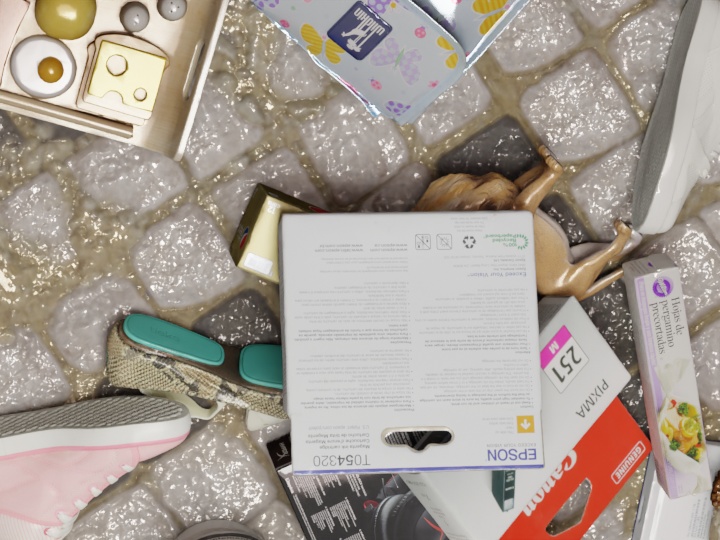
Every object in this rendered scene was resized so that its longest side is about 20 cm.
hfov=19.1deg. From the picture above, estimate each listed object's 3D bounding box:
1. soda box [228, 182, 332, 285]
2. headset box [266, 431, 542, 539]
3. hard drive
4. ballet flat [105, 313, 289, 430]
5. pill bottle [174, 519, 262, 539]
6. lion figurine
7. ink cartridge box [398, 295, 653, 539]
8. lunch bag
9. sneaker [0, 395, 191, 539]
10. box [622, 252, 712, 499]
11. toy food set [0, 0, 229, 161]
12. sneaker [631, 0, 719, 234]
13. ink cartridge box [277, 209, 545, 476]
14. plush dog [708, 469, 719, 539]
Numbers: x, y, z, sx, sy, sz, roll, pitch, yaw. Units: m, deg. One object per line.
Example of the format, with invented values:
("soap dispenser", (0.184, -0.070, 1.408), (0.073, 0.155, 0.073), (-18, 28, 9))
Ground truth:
("soda box", (0.000, 0.000, 1.701), (0.199, 0.068, 0.064), (23, 97, -13))
("headset box", (0.044, 0.173, 1.739), (0.199, 0.075, 0.149), (-25, 105, -3))
("hard drive", (0.333, 0.217, 1.821), (0.199, 0.025, 0.133), (9, 99, -11))
("ballet flat", (-0.107, 0.089, 1.711), (0.199, 0.068, 0.076), (12, 121, -6))
("pill bottle", (-0.102, 0.270, 1.670), (0.112, 0.200, 0.114), (-2, 101, -9))
("lion figurine", (0.142, -0.022, 1.720), (0.200, 0.073, 0.123), (40, 100, -18))
("ink cartridge box", (0.145, 0.149, 1.700), (0.200, 0.043, 0.174), (-47, 113, -23))
("lunch bag", (0.035, -0.229, 1.634), (0.170, 0.127, 0.200), (42, 99, -12))
("sneaker", (-0.221, 0.162, 1.685), (0.199, 0.075, 0.105), (-9, 104, 10))
("box", (0.249, 0.087, 1.737), (0.038, 0.041, 0.201), (-14, 109, -6))
("toy food set", (-0.212, -0.177, 1.635), (0.199, 0.060, 0.144), (15, 98, -11))
("sneaker", (0.293, -0.112, 1.713), (0.115, 0.074, 0.201), (19, 86, -12))
("ink cartridge box", (0.037, 0.055, 1.626), (0.195, 0.043, 0.201), (0, 80, -8))
("plush dog", (0.371, 0.221, 1.753), (0.171, 0.160, 0.201), (-10, 102, 20))
